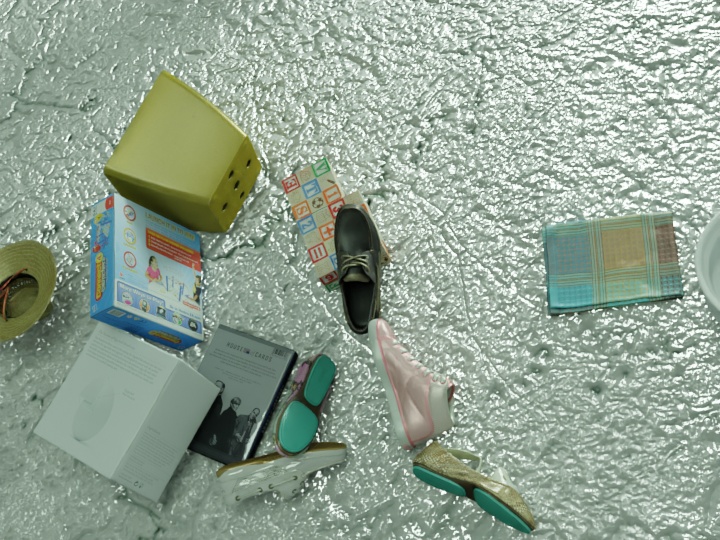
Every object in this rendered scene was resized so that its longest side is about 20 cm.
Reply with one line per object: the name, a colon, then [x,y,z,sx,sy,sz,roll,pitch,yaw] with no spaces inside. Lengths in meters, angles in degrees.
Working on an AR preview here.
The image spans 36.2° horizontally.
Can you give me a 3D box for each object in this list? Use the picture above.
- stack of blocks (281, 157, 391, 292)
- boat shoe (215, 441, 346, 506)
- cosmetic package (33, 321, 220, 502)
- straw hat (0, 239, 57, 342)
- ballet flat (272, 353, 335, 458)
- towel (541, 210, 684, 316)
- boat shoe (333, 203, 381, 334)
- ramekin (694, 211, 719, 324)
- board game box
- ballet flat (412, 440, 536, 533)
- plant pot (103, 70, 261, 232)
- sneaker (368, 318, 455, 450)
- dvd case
stack of blocks: [-0.040,-0.081,1.781,0.114,0.059,0.202,-26,61,5]
boat shoe: [-0.111,0.303,1.629,0.197,0.071,0.070,-14,88,3]
cosmetic package: [-0.358,0.215,1.698,0.198,0.123,0.202,20,75,37]
straw hat: [-0.578,0.050,1.887,0.198,0.085,0.204,-11,60,19]
ballet flat: [-0.093,0.208,1.640,0.071,0.069,0.201,-32,24,39]
towel: [0.370,-0.014,1.633,0.197,0.022,0.149,-8,65,15]
boat shoe: [0.000,0.000,1.671,0.073,0.073,0.203,-9,99,2]
ramekin: [0.564,0.005,1.515,0.198,0.098,0.203,-7,65,15]
board game box: [-0.340,0.005,1.759,0.055,0.199,0.198,-23,58,29]
ballet flat: [0.166,0.294,1.536,0.198,0.071,0.066,26,61,23]
plant pot: [-0.280,-0.175,1.838,0.175,0.200,0.202,25,75,14]
sneaker: [0.082,0.154,1.621,0.104,0.075,0.203,-22,69,13]
dvd case: [-0.201,0.197,1.726,0.149,0.025,0.202,17,72,25]
